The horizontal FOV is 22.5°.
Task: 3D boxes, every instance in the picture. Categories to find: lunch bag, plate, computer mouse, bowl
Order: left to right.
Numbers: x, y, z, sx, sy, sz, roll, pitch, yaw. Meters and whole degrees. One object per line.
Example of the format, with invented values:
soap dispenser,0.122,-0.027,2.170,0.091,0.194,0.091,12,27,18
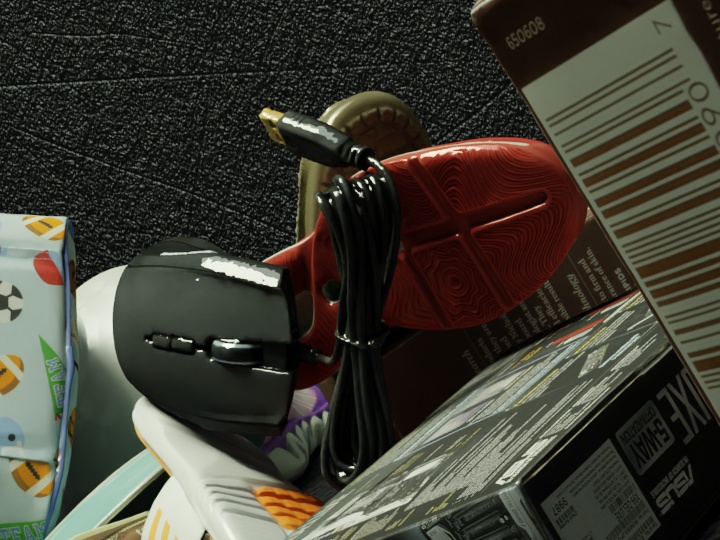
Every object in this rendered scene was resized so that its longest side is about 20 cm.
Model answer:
lunch bag,-0.191,0.079,0.946,0.075,0.202,0.161,8,-28,-12
bowl,-0.154,0.080,1.072,0.090,0.203,0.201,17,-28,-31
plate,-0.124,0.138,0.908,0.200,0.026,0.200,-45,-12,-12
computer mouse,-0.055,0.002,0.733,0.046,0.142,0.199,-5,16,-35

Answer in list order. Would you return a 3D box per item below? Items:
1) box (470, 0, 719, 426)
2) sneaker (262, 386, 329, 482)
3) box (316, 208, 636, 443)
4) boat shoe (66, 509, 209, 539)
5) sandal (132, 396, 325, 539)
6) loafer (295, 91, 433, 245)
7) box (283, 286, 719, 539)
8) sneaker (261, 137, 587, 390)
box,0.172,-0.067,0.469,0.199,0.167,0.164,-34,3,-27
sneaker,-0.069,0.089,1.158,0.080,0.089,0.200,-33,2,10
box,0.084,0.022,0.839,0.199,0.075,0.100,-32,4,-14
boat shoe,-0.085,0.134,0.777,0.074,0.075,0.202,-25,5,18
sandal,-0.053,0.109,0.732,0.060,0.079,0.207,-65,23,3
loafer,0.000,0.000,0.896,0.075,0.202,0.067,-17,33,-21
box,0.061,0.064,0.605,0.157,0.050,0.200,-30,4,44
sneaker,0.033,-0.025,0.761,0.199,0.079,0.115,-22,14,44
